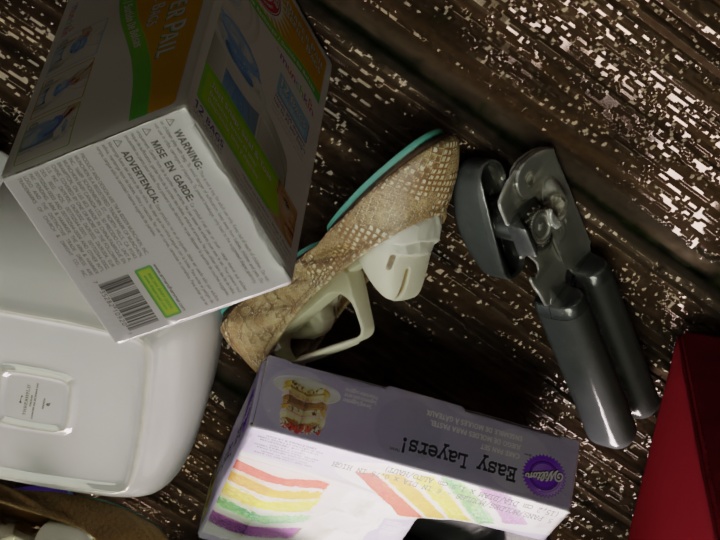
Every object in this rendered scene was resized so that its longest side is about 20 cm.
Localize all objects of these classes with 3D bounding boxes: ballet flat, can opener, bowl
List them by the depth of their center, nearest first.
[{"bbox_3d":[0.000,0.000,1.258,0.200,0.070,0.065,-42,73,38],"label":"ballet flat"},{"bbox_3d":[0.110,0.014,1.282,0.067,0.053,0.200,11,137,41],"label":"can opener"},{"bbox_3d":[-0.185,0.052,1.321,0.199,0.075,0.200,11,127,-3],"label":"bowl"},{"bbox_3d":[-0.214,0.161,1.359,0.199,0.072,0.068,19,110,1],"label":"ballet flat"}]

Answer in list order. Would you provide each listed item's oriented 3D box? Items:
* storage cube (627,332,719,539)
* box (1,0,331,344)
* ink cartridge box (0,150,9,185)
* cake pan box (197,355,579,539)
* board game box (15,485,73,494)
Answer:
[{"bbox_3d":[0.257,0.159,1.276,0.170,0.180,0.200,3,128,-4],"label":"storage cube"},{"bbox_3d":[-0.090,-0.077,1.128,0.101,0.200,0.113,-19,122,19],"label":"box"},{"bbox_3d":[-0.318,-0.020,1.212,0.200,0.200,0.041,27,169,-10],"label":"ink cartridge box"},{"bbox_3d":[0.016,0.131,1.333,0.199,0.052,0.184,16,153,-8],"label":"cake pan box"},{"bbox_3d":[-0.228,0.232,1.482,0.134,0.045,0.200,-8,126,12],"label":"board game box"}]
